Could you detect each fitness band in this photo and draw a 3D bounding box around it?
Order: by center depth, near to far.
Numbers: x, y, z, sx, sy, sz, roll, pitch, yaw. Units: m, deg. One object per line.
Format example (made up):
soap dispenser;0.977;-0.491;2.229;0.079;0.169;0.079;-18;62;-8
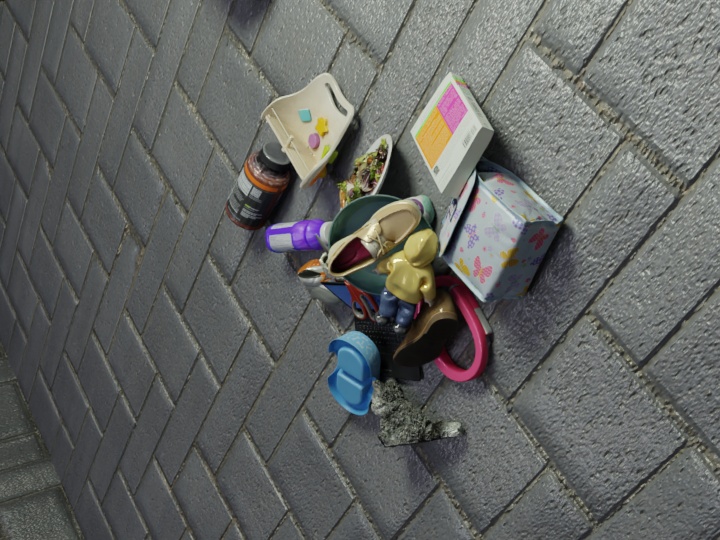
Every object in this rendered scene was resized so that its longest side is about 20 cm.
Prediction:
fitness band;0.169;0.107;1.569;0.144;0.037;0.202;-48;61;42

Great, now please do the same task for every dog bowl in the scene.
dog bowl;-0.010;0.207;1.737;0.110;0.049;0.202;29;138;27

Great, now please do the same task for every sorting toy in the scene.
sorting toy;-0.088;-0.301;1.748;0.180;0.106;0.202;-47;62;34

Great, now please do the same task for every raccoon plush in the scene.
raccoon plush;0.107;0.269;1.661;0.196;0.097;0.137;-12;75;19

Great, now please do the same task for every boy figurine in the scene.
boy figurine;0.080;0.012;1.499;0.123;0.064;0.203;25;120;13

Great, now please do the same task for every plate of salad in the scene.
plate of salad;0.001;-0.175;1.631;0.201;0.047;0.202;-54;20;30

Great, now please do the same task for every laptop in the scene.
laptop;0.020;0.120;1.683;0.175;0.102;0.204;2;97;45

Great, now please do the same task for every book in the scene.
book;0.156;-0.236;1.450;0.135;0.047;0.202;-60;27;30

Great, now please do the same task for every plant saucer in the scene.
plant saucer;0.040;-0.051;1.536;0.196;0.036;0.203;5;119;8

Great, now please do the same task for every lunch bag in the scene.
lunch bag;0.212;-0.071;1.424;0.201;0.125;0.171;53;132;39

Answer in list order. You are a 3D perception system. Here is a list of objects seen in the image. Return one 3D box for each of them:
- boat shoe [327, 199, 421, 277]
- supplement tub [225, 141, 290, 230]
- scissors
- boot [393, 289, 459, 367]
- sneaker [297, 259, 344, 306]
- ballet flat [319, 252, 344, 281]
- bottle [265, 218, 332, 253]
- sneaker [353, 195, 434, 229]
boat shoe;0.022;-0.047;1.481;0.199;0.069;0.074;-35;107;25
supplement tub;-0.224;-0.193;1.910;0.108;0.106;0.201;57;133;24
scissors;-0.021;0.013;1.620;0.073;0.014;0.202;-7;114;51
boot;0.120;0.112;1.571;0.201;0.072;0.077;127;148;-45
sneaker;-0.035;0.036;1.776;0.197;0.076;0.093;11;138;35
ballet flat;0.000;0.000;1.677;0.197;0.071;0.073;9;105;30
bottle;-0.122;-0.075;1.832;0.198;0.083;0.067;-2;95;48
sneaker;0.033;-0.080;1.610;0.200;0.138;0.079;-40;68;44
